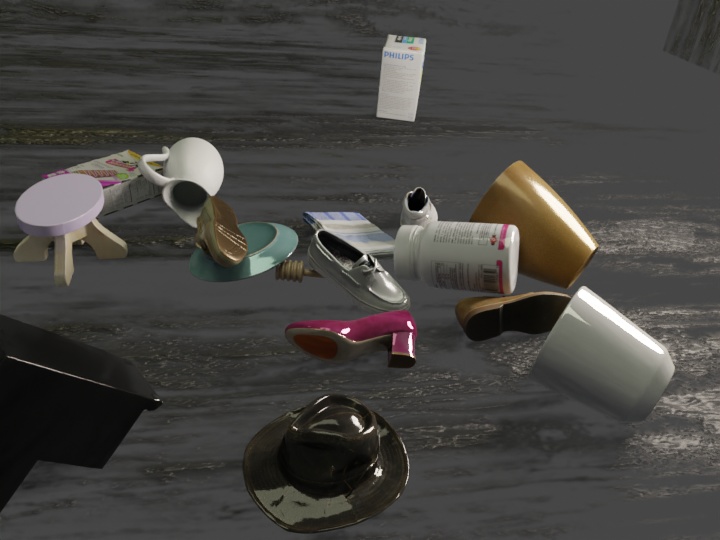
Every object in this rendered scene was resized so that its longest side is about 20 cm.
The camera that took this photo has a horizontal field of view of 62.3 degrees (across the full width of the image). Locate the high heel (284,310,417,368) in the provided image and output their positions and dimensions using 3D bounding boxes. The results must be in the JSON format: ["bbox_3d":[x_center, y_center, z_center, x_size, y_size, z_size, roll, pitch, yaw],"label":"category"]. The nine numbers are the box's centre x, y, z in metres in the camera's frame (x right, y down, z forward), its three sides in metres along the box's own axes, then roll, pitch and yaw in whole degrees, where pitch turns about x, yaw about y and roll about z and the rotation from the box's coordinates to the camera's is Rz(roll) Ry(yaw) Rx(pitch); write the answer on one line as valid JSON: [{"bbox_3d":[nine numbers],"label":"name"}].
[{"bbox_3d":[-0.011,0.082,0.872,0.196,0.068,0.097,7,42,-7],"label":"high heel"}]

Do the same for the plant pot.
[{"bbox_3d":[0.318,-0.064,1.075,0.199,0.188,0.185,38,43,22],"label":"plant pot"}]

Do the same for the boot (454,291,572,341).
[{"bbox_3d":[0.247,0.060,0.959,0.196,0.075,0.076,-5,24,-12],"label":"boot"}]

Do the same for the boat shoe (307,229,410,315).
[{"bbox_3d":[0.000,0.000,0.974,0.199,0.069,0.072,39,55,17],"label":"boat shoe"}]

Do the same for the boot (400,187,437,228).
[{"bbox_3d":[0.120,-0.122,1.188,0.072,0.097,0.201,9,33,7],"label":"boot"}]

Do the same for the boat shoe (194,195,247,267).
[{"bbox_3d":[-0.240,-0.055,0.995,0.072,0.065,0.201,36,14,-35],"label":"boat shoe"}]

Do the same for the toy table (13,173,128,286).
[{"bbox_3d":[-0.494,-0.070,0.999,0.180,0.119,0.201,4,32,-2],"label":"toy table"}]

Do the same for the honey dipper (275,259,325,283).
[{"bbox_3d":[-0.046,0.008,1.021,0.196,0.039,0.038,6,32,-3],"label":"honey dipper"}]

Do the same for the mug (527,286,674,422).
[{"bbox_3d":[0.342,0.115,0.820,0.152,0.151,0.186,32,47,23],"label":"mug"}]

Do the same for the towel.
[{"bbox_3d":[-0.009,-0.069,1.128,0.145,0.024,0.200,-4,29,-33],"label":"towel"}]

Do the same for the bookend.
[{"bbox_3d":[-0.360,0.175,0.642,0.092,0.200,0.200,34,-2,37],"label":"bookend"}]

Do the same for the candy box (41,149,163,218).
[{"bbox_3d":[-0.514,-0.175,1.210,0.135,0.062,0.199,25,37,28],"label":"candy box"}]

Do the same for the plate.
[{"bbox_3d":[-0.207,-0.044,1.045,0.196,0.026,0.201,-8,31,5],"label":"plate"}]

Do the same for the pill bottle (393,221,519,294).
[{"bbox_3d":[0.163,-0.024,1.010,0.196,0.115,0.114,5,30,21],"label":"pill bottle"}]

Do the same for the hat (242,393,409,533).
[{"bbox_3d":[-0.037,0.197,0.687,0.196,0.082,0.202,4,34,-3],"label":"hat"}]

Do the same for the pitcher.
[{"bbox_3d":[-0.354,-0.198,1.183,0.171,0.121,0.201,39,22,-31],"label":"pitcher"}]

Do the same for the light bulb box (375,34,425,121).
[{"bbox_3d":[0.124,-0.587,1.809,0.122,0.203,0.199,8,32,4],"label":"light bulb box"}]
